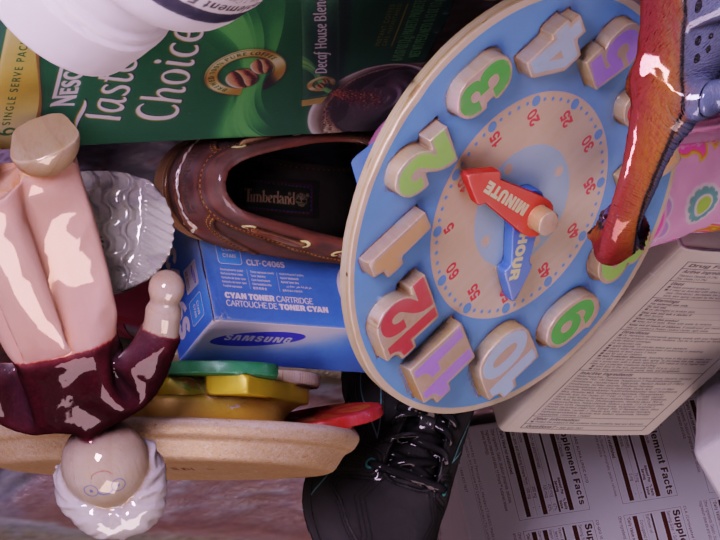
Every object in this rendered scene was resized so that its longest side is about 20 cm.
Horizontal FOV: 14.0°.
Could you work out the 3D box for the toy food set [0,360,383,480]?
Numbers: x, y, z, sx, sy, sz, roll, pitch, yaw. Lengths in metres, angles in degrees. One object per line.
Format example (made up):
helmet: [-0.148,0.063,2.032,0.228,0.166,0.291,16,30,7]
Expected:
toy food set: [-0.093,0.076,1.453,0.197,0.049,0.200,-2,172,19]

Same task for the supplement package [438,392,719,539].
supplement package: [0.151,0.185,1.789,0.199,0.148,0.192,-8,152,-10]

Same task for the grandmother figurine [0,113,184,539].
grandmother figurine: [-0.135,0.033,1.300,0.121,0.061,0.201,-8,119,18]

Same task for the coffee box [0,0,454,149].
coffee box: [-0.067,-0.103,1.281,0.199,0.044,0.123,-3,151,-18]

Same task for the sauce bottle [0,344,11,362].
sauce bottle: [-0.212,0.024,1.430,0.199,0.066,0.066,11,144,-37]

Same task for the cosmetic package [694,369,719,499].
cosmetic package: [0.304,0.095,1.589,0.199,0.165,0.165,-27,-169,15]

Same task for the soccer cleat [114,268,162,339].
soccer cleat: [-0.074,0.014,1.476,0.199,0.067,0.076,0,154,-28]

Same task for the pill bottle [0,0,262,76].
pill bottle: [-0.053,-0.162,1.107,0.200,0.116,0.115,-32,147,32]

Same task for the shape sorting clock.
shape sorting clock: [0.070,-0.028,1.265,0.199,0.039,0.201,-23,131,-30]

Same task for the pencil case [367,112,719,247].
pencil case: [0.098,-0.049,1.366,0.199,0.088,0.087,-6,154,-41]

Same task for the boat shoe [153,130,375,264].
boat shoe: [0.004,-0.034,1.386,0.199,0.071,0.070,-2,178,-30]

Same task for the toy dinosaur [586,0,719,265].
toy dinosaur: [0.129,-0.099,1.239,0.200,0.105,0.182,39,84,-19]

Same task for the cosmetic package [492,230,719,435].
cosmetic package: [0.153,0.011,1.552,0.103,0.073,0.200,3,148,-29]

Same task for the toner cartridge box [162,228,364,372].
toner cartridge box: [0.000,0.000,1.446,0.199,0.095,0.043,4,147,-29]

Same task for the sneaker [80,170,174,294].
sneaker: [-0.188,-0.016,1.366,0.199,0.070,0.100,5,179,-5]

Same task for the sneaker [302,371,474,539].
sneaker: [0.019,0.082,1.514,0.075,0.201,0.079,21,134,-15]
